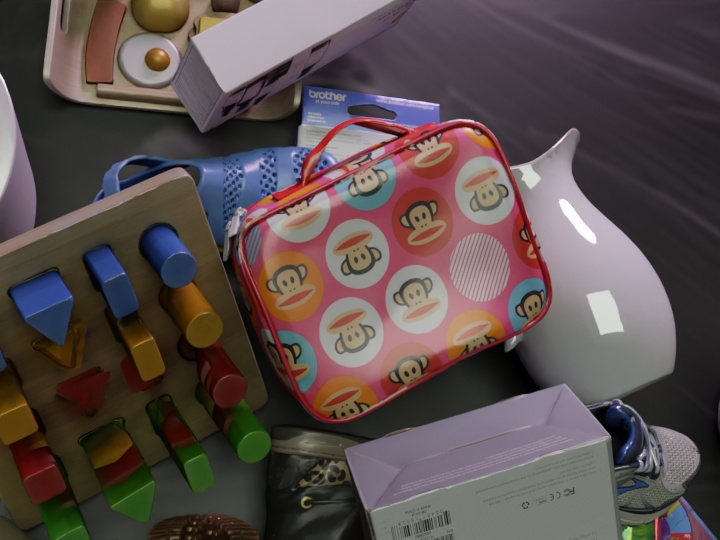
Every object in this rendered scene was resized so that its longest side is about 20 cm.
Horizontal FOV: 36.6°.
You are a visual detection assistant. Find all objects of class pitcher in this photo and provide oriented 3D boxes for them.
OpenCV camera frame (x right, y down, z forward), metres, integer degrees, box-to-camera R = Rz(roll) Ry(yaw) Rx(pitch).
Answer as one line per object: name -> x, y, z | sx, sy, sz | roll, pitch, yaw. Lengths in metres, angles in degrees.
pitcher -> 0.137, 0.012, 0.829 | 0.170, 0.121, 0.202 | -20, 76, -17

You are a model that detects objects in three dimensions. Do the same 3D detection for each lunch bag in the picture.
lunch bag -> 0.015, -0.013, 0.726 | 0.198, 0.082, 0.178 | -24, 99, -11

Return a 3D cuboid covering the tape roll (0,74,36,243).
tape roll -> -0.331, -0.067, 0.746 | 0.200, 0.139, 0.205 | 3, 75, -11

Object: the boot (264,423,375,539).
boot -> 0.015, 0.202, 0.780 | 0.198, 0.073, 0.152 | 17, 78, -16

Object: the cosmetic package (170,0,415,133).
cosmetic package -> -0.043, -0.181, 0.823 | 0.199, 0.082, 0.051 | -34, 92, -24

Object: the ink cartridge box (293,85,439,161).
ink cartridge box -> 0.002, -0.040, 0.858 | 0.118, 0.042, 0.203 | 5, 77, -9

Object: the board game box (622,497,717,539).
board game box -> 0.211, 0.233, 0.826 | 0.158, 0.039, 0.201 | -38, 86, -18

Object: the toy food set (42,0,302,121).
toy food set -> -0.142, -0.202, 0.861 | 0.197, 0.060, 0.145 | 4, 74, -10

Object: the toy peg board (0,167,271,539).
toy peg board -> -0.159, 0.072, 0.708 | 0.198, 0.098, 0.201 | -26, 125, -17

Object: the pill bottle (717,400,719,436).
pill bottle -> 0.359, 0.103, 0.807 | 0.108, 0.200, 0.111 | 3, 74, -11

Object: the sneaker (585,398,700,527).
sneaker -> 0.184, 0.136, 0.786 | 0.198, 0.085, 0.078 | 3, 55, -32

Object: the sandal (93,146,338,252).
sandal -> -0.108, -0.052, 0.795 | 0.197, 0.087, 0.080 | -11, 73, -1

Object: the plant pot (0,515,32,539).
plant pot -> -0.222, 0.264, 0.673 | 0.186, 0.188, 0.201 | -28, 69, -17

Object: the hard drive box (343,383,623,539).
hard drive box -> 0.087, 0.195, 0.698 | 0.154, 0.077, 0.202 | -14, 112, -7

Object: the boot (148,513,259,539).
boot -> -0.096, 0.235, 0.708 | 0.074, 0.200, 0.109 | -1, 106, -19
